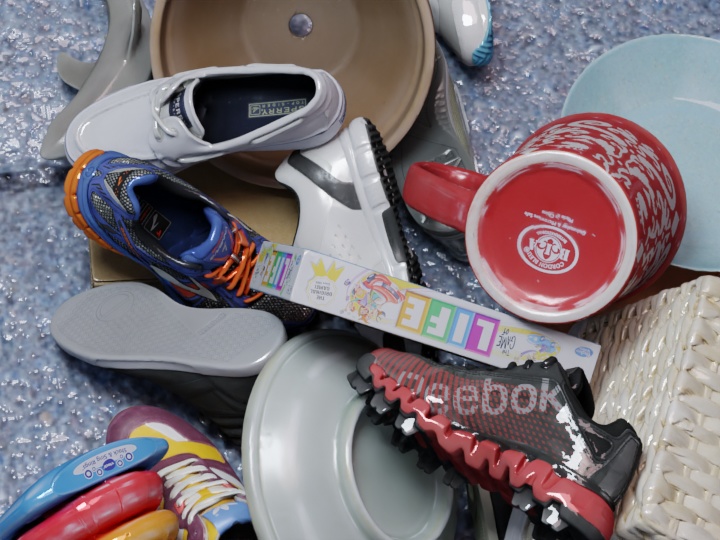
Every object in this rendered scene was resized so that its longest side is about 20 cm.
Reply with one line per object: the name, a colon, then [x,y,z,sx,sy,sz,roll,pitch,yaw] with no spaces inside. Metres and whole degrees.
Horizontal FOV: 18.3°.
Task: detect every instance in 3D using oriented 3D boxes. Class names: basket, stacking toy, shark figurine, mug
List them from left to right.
shark figurine: [-0.178,-0.182,1.611,0.128,0.090,0.215,-5,57,-13]
stacking toy: [-0.138,0.213,1.381,0.116,0.110,0.200,-21,77,-38]
mug: [0.118,-0.025,1.460,0.177,0.200,0.134,-16,93,14]
basket: [0.225,0.135,1.426,0.200,0.161,0.199,29,60,-16]

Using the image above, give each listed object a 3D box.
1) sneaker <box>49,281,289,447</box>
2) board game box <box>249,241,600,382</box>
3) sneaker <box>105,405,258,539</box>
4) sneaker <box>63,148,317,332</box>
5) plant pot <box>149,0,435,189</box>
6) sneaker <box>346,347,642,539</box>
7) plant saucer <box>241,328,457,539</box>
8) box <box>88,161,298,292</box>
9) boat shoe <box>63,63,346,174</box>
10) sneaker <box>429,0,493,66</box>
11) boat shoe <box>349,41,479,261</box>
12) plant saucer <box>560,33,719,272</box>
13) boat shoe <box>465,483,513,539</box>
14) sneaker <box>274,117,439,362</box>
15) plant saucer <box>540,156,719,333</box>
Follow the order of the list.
sneaker: [-0.120,0.069,1.508,0.200,0.099,0.071,9,51,34]
board game box: [0.038,0.029,1.431,0.199,0.134,0.034,18,88,-13]
sneaker: [-0.095,0.156,1.445,0.075,0.090,0.200,-32,70,-22]
sneaker: [-0.106,-0.012,1.500,0.200,0.078,0.076,30,78,-29]
plant pot: [-0.045,-0.166,1.585,0.200,0.201,0.093,13,18,0]
sneaker: [0.086,0.089,1.350,0.200,0.071,0.098,29,73,31]
plant saucer: [0.009,0.131,1.429,0.200,0.050,0.201,22,60,-45]
box: [-0.098,-0.062,1.607,0.199,0.021,0.164,-3,60,-9]
boat shoe: [-0.112,-0.108,1.511,0.199,0.065,0.074,-13,76,11]
sneaker: [0.041,-0.227,1.696,0.081,0.077,0.200,-22,59,-10]
boat shoe: [0.045,-0.099,1.632,0.074,0.065,0.202,-24,59,3]
plant saucer: [0.238,-0.078,1.611,0.200,0.039,0.202,3,61,-6]
boat shoe: [0.107,0.178,1.471,0.067,0.072,0.201,-2,59,-4]
sneaker: [0.000,0.000,1.542,0.080,0.074,0.201,-17,89,9]
plant saucer: [0.202,0.007,1.601,0.199,0.037,0.201,3,61,-5]
